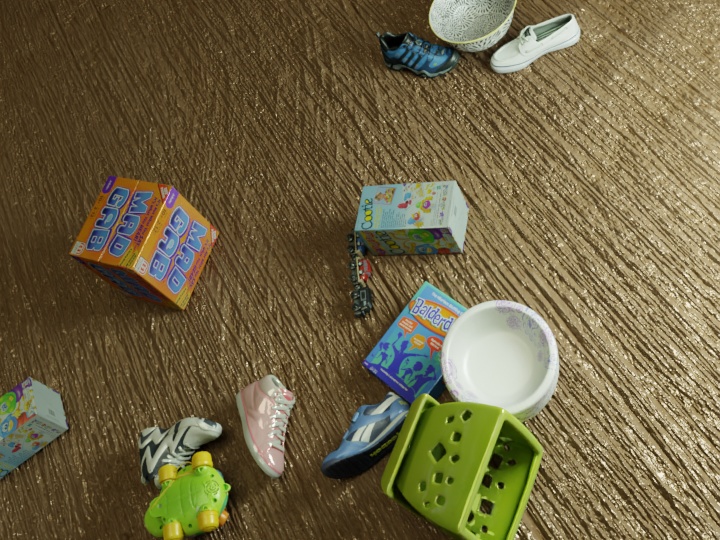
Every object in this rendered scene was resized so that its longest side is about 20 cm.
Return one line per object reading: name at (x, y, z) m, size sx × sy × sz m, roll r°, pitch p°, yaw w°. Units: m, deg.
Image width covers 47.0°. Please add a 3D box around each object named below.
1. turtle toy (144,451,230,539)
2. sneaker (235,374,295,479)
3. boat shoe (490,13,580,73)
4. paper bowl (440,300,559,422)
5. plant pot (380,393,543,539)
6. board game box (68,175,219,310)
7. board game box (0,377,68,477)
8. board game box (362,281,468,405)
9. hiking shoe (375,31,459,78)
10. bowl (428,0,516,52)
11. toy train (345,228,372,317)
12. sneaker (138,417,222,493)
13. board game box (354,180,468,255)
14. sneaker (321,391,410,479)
turtle toy at (-0.324, 0.438, 1.548) m, size 0.196 × 0.101 × 0.148 m, roll -22°, pitch 57°, yaw 14°
sneaker at (-0.166, 0.285, 1.571) m, size 0.104 × 0.075 × 0.202 m, roll -35°, pitch 49°, yaw 10°
boat shoe at (0.362, -0.489, 1.750) m, size 0.196 × 0.067 × 0.075 m, roll -23°, pitch 55°, yaw 13°
paper bowl at (0.239, 0.163, 1.415) m, size 0.196 × 0.105 × 0.205 m, roll -6°, pitch 64°, yaw 12°
plant pot at (0.156, 0.322, 1.327) m, size 0.179 × 0.199 × 0.203 m, roll 11°, pitch 68°, yaw 37°
board game box at (-0.475, -0.061, 1.837) m, size 0.196 × 0.200 × 0.203 m, roll 10°, pitch 68°, yaw 30°
board game box at (-0.755, 0.344, 1.799) m, size 0.198 × 0.105 × 0.104 m, roll -35°, pitch 54°, yaw 3°
board game box at (0.119, 0.141, 1.532) m, size 0.151 × 0.045 × 0.201 m, roll 33°, pitch 80°, yaw 35°
hiking shoe at (0.125, -0.487, 1.852) m, size 0.196 × 0.087 × 0.076 m, roll 12°, pitch 68°, yaw 30°
bowl at (0.257, -0.548, 1.818) m, size 0.196 × 0.094 × 0.205 m, roll -12°, pitch 59°, yaw 20°
toy train at (0.000, 0.000, 1.675) m, size 0.045 × 0.034 × 0.204 m, roll -14°, pitch 58°, yaw 14°
sneaker at (-0.356, 0.368, 1.617) m, size 0.195 × 0.080 × 0.132 m, roll -12°, pitch 60°, yaw 20°
board game box at (0.103, -0.101, 1.638) m, size 0.196 × 0.103 × 0.107 m, roll 0°, pitch 63°, yaw 25°
sneaker at (0.009, 0.297, 1.485) m, size 0.198 × 0.074 × 0.083 m, roll -34°, pitch 52°, yaw -4°
